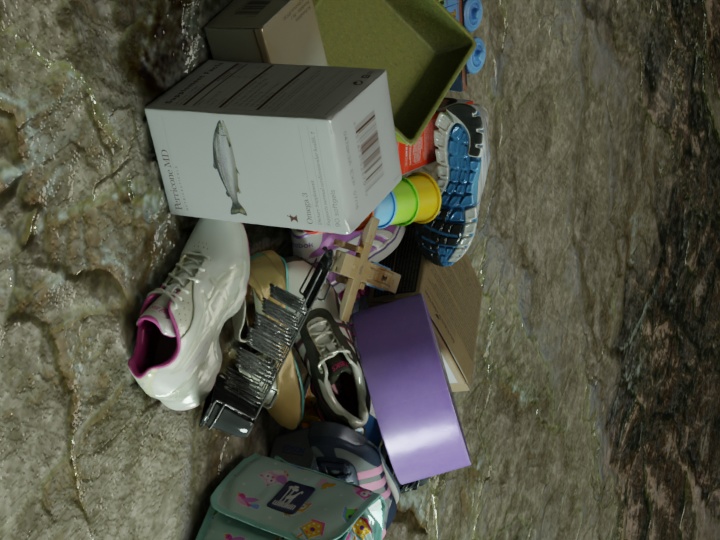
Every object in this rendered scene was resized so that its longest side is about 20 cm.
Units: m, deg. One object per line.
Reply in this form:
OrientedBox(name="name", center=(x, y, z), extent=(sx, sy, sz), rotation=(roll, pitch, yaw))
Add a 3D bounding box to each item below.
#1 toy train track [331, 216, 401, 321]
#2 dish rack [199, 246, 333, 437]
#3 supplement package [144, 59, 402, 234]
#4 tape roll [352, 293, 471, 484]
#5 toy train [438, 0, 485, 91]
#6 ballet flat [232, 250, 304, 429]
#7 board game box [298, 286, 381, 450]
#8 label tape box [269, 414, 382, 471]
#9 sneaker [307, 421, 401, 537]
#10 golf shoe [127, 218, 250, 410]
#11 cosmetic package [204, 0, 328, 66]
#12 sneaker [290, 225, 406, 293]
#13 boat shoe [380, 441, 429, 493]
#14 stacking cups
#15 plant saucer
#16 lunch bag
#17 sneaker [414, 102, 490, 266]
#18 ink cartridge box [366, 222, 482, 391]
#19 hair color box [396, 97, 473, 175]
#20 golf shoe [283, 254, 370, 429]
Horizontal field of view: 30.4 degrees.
OrientedBox(name="toy train track", center=(0.000, 0.000, 1.459), extent=(0.200, 0.032, 0.115), rotation=(21, 86, -70))
OrientedBox(name="dish rack", center=(-0.086, 0.062, 1.287), extent=(0.201, 0.054, 0.153), rotation=(-62, -173, 2))
OrientedBox(name="supplement package", center=(-0.079, -0.118, 1.238), extent=(0.117, 0.199, 0.117), rotation=(-48, 136, -47))
OrientedBox(name="tape roll", center=(0.058, 0.133, 1.494), extent=(0.200, 0.084, 0.201), rotation=(-15, 90, -87))
OrientedBox(name="toy train", center=(0.097, -0.316, 1.652), extent=(0.114, 0.086, 0.201), rotation=(-29, 124, -46))
OrientedBox(name="ballet flat", center=(-0.105, 0.079, 1.396), extent=(0.063, 0.068, 0.201), rotation=(-17, 108, -35))
OrientedBox(name="board game box", center=(0.000, 0.129, 1.625), extent=(0.200, 0.026, 0.201), rotation=(48, 55, -54))
OrientedBox(name="label tape box", center=(-0.050, 0.248, 1.518), extent=(0.144, 0.063, 0.201), rotation=(45, 56, -55))
OrientedBox(name="sneaker", center=(-0.010, 0.239, 1.451), extent=(0.200, 0.070, 0.082), rotation=(58, 44, -46))
OrientedBox(name="golf shoe", center=(-0.162, 0.029, 1.255), extent=(0.091, 0.075, 0.201), rotation=(33, 66, -56))
OrientedBox(name="cosmetic package", center=(-0.082, -0.180, 1.355), extent=(0.104, 0.073, 0.201), rotation=(-54, 139, -42))
OrientedBox(name="sneaker", center=(-0.012, -0.062, 1.515), extent=(0.200, 0.072, 0.115), rotation=(-46, 132, -48))
OrientedBox(name="boat shoe", center=(0.056, 0.239, 1.628), extent=(0.199, 0.066, 0.075), rotation=(4, 100, -84))
OrientedBox(name="stacking cups", center=(0.009, -0.066, 1.453), extent=(0.200, 0.060, 0.061), rotation=(-17, 111, -50))
OrientedBox(name="plant saucer", center=(0.013, -0.255, 1.464), extent=(0.200, 0.048, 0.200), rotation=(43, 51, -14))
OrientedBox(name="lunch bag", center=(-0.080, 0.295, 1.357), extent=(0.201, 0.170, 0.122), rotation=(-67, 149, -19))
OrientedBox(name="sneaker", center=(0.120, -0.102, 1.556), extent=(0.087, 0.075, 0.201), rotation=(-33, 139, -62))
OrientedBox(name="ink cartridge box", center=(0.086, 0.032, 1.672), extent=(0.200, 0.075, 0.165), rotation=(60, 33, -45))
OrientedBox(name="hair color box", center=(0.048, -0.162, 1.568), extent=(0.200, 0.101, 0.062), rotation=(-28, 122, -58))
OrientedBox(name="golf shoe", center=(-0.035, 0.076, 1.420), extent=(0.077, 0.088, 0.201), rotation=(-26, 98, -14))
